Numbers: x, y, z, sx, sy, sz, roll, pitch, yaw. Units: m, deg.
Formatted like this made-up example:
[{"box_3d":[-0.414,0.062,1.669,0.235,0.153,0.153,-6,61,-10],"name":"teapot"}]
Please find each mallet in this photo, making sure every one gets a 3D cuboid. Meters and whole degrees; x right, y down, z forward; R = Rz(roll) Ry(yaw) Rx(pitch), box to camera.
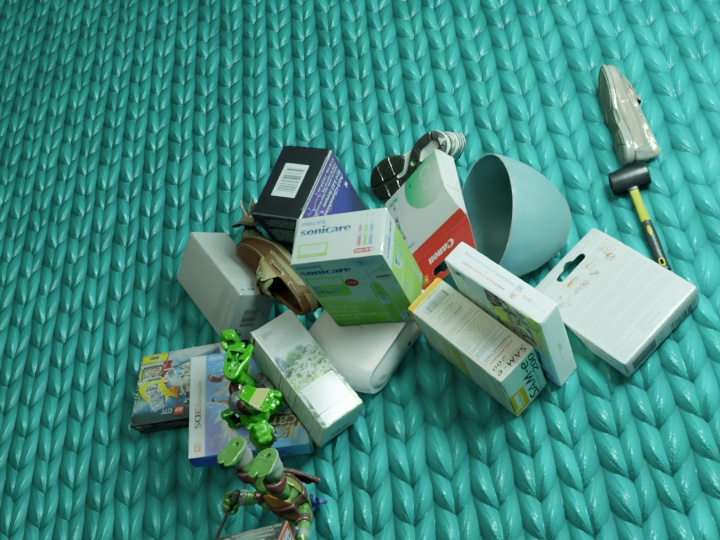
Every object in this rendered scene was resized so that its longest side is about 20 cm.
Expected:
[{"box_3d":[0.460,-0.087,1.303,0.065,0.041,0.201,-25,57,12],"name":"mallet"}]

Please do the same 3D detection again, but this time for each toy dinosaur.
[{"box_3d":[-0.187,-0.036,1.522,0.077,0.102,0.201,-31,51,4],"name":"toy dinosaur"}]

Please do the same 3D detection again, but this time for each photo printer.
[{"box_3d":[0.009,0.098,1.368,0.166,0.070,0.201,27,73,35],"name":"photo printer"}]

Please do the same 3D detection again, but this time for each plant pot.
[{"box_3d":[0.253,-0.078,1.313,0.134,0.201,0.201,4,53,-18],"name":"plant pot"}]

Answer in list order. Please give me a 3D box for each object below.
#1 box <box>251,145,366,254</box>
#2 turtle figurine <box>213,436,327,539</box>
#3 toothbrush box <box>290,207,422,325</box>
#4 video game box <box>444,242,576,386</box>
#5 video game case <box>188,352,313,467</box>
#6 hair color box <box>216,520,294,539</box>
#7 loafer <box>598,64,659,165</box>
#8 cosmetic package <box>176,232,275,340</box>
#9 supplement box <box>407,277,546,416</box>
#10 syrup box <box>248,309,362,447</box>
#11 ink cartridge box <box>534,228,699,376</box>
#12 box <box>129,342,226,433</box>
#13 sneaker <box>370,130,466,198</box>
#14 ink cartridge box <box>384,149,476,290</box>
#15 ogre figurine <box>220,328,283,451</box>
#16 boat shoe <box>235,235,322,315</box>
[{"box_3d":[-0.082,-0.100,1.453,0.104,0.200,0.149,9,65,29],"name":"box"},{"box_3d":[-0.145,0.350,1.185,0.199,0.195,0.144,-27,34,-9],"name":"turtle figurine"},{"box_3d":[0.000,0.000,1.263,0.144,0.200,0.087,-5,57,19],"name":"toothbrush box"},{"box_3d":[0.223,0.066,1.208,0.047,0.200,0.182,-44,53,-9],"name":"video game box"},{"box_3d":[-0.182,0.221,1.361,0.198,0.046,0.183,-8,58,1],"name":"video game case"},{"box_3d":[-0.121,0.455,1.126,0.110,0.202,0.064,-17,12,14],"name":"hair color box"},{"box_3d":[0.455,-0.267,1.405,0.062,0.072,0.202,-6,62,1],"name":"loafer"},{"box_3d":[-0.247,0.026,1.495,0.200,0.084,0.108,47,125,38],"name":"cosmetic package"},{"box_3d":[0.177,0.114,1.246,0.074,0.126,0.200,-44,53,-9],"name":"supplement box"},{"box_3d":[-0.090,0.169,1.308,0.078,0.082,0.200,-31,68,-25],"name":"syrup box"},{"box_3d":[0.382,0.043,1.254,0.160,0.047,0.200,-45,47,-6],"name":"ink cartridge box"},{"box_3d":[-0.306,0.207,1.463,0.198,0.038,0.138,-11,56,18],"name":"box"},{"box_3d":[0.115,-0.192,1.511,0.200,0.115,0.076,-29,80,41],"name":"sneaker"},{"box_3d":[0.113,-0.078,1.396,0.161,0.050,0.201,-45,39,41],"name":"ink cartridge box"},{"box_3d":[-0.172,0.197,1.275,0.098,0.120,0.200,-35,60,-24],"name":"ogre figurine"},{"box_3d":[-0.144,0.009,1.409,0.199,0.076,0.074,31,48,26],"name":"boat shoe"}]
